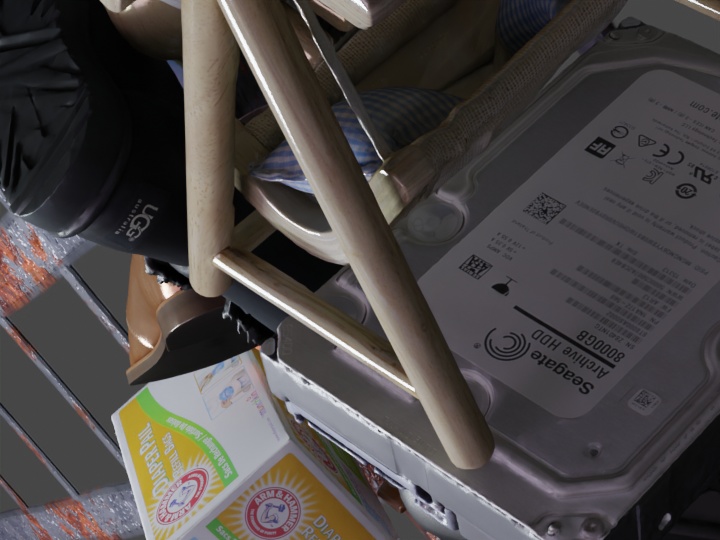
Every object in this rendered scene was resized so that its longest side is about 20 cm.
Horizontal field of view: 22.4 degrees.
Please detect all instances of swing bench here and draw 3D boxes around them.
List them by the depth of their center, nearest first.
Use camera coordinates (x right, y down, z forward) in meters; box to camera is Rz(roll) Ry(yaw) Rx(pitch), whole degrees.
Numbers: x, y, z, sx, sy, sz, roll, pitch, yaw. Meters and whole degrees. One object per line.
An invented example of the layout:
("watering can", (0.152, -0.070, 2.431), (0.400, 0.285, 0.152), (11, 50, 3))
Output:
("swing bench", (0.038, -0.090, 0.539), (0.130, 0.199, 0.200), (31, 151, 33))

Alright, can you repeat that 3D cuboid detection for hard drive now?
("hard drive", (0.083, 0.004, 0.608), (0.140, 0.200, 0.038), (32, 152, 33))

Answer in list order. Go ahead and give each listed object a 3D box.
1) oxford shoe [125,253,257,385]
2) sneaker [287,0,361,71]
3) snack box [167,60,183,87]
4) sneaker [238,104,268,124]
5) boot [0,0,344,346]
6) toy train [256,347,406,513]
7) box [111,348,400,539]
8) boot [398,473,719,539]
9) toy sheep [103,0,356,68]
("oxford shoe", (-0.086, 0.011, 0.909), (0.200, 0.071, 0.071), (127, 124, -69))
("sneaker", (0.023, -0.052, 0.787), (0.200, 0.077, 0.085), (49, 165, 2))
("snack box", (-0.148, -0.100, 0.892), (0.169, 0.068, 0.200), (35, 180, -1))
("sneaker", (0.000, 0.000, 0.862), (0.200, 0.077, 0.089), (62, -172, -19))
("boot", (-0.074, -0.048, 0.749), (0.168, 0.076, 0.200), (29, -161, -35))
("toy train", (-0.017, 0.067, 1.060), (0.200, 0.056, 0.150), (40, 155, 15))
("box", (-0.064, 0.126, 1.069), (0.113, 0.101, 0.200), (48, -178, -24))
("boot", (0.101, 0.135, 0.638), (0.211, 0.079, 0.158), (11, 107, 3))
("toy sheep", (-0.035, -0.159, 0.650), (0.138, 0.138, 0.200), (42, 117, 13))
